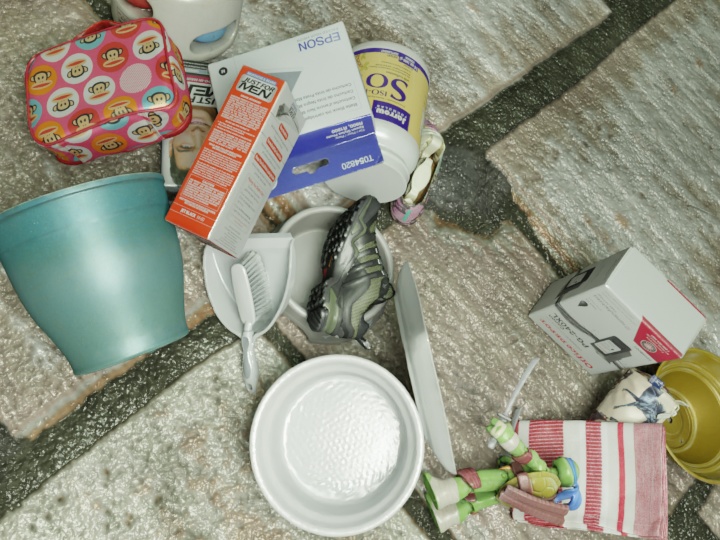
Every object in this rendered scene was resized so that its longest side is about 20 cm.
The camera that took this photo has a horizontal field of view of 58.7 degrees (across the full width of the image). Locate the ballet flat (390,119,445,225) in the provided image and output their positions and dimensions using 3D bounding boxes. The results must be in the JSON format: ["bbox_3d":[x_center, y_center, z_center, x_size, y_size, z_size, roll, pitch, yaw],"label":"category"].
[{"bbox_3d":[0.096,-0.165,0.993,0.069,0.071,0.200,22,65,-11],"label":"ballet flat"}]

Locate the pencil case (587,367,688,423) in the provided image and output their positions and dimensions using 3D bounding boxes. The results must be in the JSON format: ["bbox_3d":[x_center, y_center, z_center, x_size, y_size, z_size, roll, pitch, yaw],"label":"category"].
[{"bbox_3d":[0.361,0.235,0.900,0.078,0.089,0.200,37,91,-29],"label":"pencil case"}]

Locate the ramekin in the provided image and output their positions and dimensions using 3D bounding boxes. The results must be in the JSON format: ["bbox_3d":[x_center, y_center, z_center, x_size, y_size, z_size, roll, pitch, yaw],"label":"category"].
[{"bbox_3d":[-0.024,0.205,0.770,0.200,0.098,0.201,-1,79,4],"label":"ramekin"}]

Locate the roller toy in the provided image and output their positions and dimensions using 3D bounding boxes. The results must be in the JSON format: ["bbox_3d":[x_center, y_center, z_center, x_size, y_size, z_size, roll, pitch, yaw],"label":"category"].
[{"bbox_3d":[-0.262,-0.395,0.910,0.199,0.140,0.183,7,58,-15],"label":"roller toy"}]

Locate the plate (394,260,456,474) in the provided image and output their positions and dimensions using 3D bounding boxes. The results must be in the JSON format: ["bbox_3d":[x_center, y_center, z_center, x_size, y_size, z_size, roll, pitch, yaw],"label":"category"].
[{"bbox_3d":[0.075,0.115,0.793,0.032,0.200,0.200,-12,115,3],"label":"plate"}]

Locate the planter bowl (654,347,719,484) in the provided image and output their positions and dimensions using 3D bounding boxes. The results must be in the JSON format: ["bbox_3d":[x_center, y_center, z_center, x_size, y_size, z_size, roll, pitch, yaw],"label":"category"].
[{"bbox_3d":[0.505,0.227,0.991,0.200,0.083,0.201,6,69,-17],"label":"planter bowl"}]

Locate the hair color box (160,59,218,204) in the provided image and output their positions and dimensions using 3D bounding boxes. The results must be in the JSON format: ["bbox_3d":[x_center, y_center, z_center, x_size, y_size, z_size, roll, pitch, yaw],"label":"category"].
[{"bbox_3d":[-0.227,-0.191,0.893,0.099,0.061,0.201,2,71,-19],"label":"hair color box"}]

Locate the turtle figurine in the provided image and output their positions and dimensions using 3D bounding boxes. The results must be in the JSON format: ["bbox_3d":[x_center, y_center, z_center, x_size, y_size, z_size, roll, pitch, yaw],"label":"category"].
[{"bbox_3d":[0.171,0.247,0.843,0.193,0.144,0.200,-18,77,-9],"label":"turtle figurine"}]

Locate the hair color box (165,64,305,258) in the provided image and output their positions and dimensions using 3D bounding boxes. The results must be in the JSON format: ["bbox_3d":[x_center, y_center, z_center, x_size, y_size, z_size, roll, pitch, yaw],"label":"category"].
[{"bbox_3d":[-0.144,-0.125,0.764,0.064,0.111,0.200,25,83,11],"label":"hair color box"}]

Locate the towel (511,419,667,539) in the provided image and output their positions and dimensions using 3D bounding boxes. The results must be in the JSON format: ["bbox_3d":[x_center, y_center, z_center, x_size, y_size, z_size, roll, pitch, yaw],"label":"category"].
[{"bbox_3d":[0.301,0.273,0.856,0.023,0.200,0.144,39,53,-49],"label":"towel"}]

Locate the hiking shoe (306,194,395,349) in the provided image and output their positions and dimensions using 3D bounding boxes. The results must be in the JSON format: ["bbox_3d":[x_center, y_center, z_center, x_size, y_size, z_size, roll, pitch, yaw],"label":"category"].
[{"bbox_3d":[0.000,0.000,0.844,0.101,0.076,0.200,26,71,-22],"label":"hiking shoe"}]

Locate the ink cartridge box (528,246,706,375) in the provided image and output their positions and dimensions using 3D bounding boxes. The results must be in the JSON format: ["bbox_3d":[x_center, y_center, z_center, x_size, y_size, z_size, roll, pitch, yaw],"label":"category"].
[{"bbox_3d":[0.364,0.067,0.935,0.145,0.200,0.083,43,67,-1],"label":"ink cartridge box"}]

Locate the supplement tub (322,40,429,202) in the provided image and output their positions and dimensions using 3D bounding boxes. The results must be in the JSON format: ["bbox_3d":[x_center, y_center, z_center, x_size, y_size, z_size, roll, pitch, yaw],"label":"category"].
[{"bbox_3d":[0.021,-0.216,0.943,0.145,0.145,0.200,16,66,-14],"label":"supplement tub"}]

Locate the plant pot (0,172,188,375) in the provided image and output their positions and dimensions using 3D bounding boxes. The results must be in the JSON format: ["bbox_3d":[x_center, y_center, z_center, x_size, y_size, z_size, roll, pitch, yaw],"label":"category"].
[{"bbox_3d":[-0.290,0.010,0.733,0.200,0.200,0.188,-22,93,-25],"label":"plant pot"}]

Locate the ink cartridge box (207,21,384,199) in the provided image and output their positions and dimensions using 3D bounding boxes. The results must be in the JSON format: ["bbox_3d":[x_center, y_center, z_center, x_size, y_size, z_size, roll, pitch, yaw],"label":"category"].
[{"bbox_3d":[-0.088,-0.210,0.851,0.199,0.041,0.200,-17,77,2],"label":"ink cartridge box"}]

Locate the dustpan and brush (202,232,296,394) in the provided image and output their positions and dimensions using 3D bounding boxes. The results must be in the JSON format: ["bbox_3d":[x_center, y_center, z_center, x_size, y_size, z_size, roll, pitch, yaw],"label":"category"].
[{"bbox_3d":[-0.141,0.057,0.822,0.057,0.139,0.201,-31,117,-59],"label":"dustpan and brush"}]

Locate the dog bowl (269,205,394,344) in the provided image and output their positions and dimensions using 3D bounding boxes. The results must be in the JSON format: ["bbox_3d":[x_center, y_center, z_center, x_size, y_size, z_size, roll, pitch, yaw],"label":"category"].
[{"bbox_3d":[-0.043,0.000,0.892,0.200,0.059,0.201,6,70,-17],"label":"dog bowl"}]

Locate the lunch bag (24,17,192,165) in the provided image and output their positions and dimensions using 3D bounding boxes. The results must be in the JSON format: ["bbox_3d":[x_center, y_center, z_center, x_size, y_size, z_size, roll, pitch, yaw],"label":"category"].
[{"bbox_3d":[-0.329,-0.243,0.831,0.200,0.082,0.177,-16,73,2],"label":"lunch bag"}]
